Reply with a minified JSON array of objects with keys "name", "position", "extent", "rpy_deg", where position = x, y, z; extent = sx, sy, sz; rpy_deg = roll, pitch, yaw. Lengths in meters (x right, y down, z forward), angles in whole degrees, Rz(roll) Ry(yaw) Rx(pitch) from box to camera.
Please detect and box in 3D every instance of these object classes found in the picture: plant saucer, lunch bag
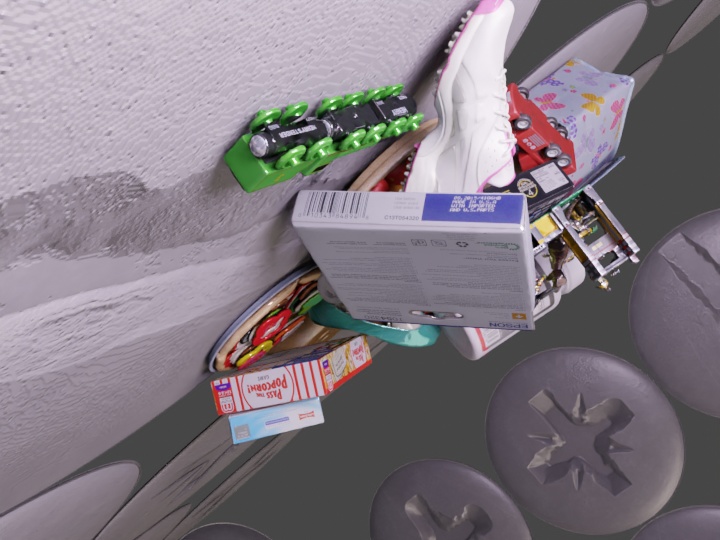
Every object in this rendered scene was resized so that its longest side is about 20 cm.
[{"name":"plant saucer","position":[-0.067,0.092,1.141],"extent":[0.200,0.035,0.200],"rpy_deg":[-41,170,-9]},{"name":"lunch bag","position":[0.289,-0.167,1.016],"extent":[0.169,0.127,0.201],"rpy_deg":[-36,143,-30]}]

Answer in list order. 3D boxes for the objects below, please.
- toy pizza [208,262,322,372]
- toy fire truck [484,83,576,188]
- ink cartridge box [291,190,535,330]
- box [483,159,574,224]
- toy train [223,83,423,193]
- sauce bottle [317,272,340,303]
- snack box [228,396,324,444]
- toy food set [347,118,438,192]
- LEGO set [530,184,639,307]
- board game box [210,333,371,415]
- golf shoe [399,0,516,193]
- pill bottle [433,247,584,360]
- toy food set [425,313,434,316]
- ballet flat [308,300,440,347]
[{"name":"toy pizza","position":[-0.103,0.064,0.889],"extent":[0.200,0.032,0.200],"rpy_deg":[-41,170,-9]},{"name":"toy fire truck","position":[0.187,-0.137,0.893],"extent":[0.140,0.049,0.199],"rpy_deg":[-24,142,37]},{"name":"ink cartridge box","position":[0.060,-0.006,0.661],"extent":[0.200,0.194,0.044],"rpy_deg":[60,36,-60]},{"name":"box","position":[0.140,-0.043,0.859],"extent":[0.199,0.049,0.161],"rpy_deg":[-25,161,-29]},{"name":"toy train","position":[-0.019,-0.097,0.515],"extent":[0.056,0.042,0.200],"rpy_deg":[-37,175,37]},{"name":"sauce bottle","position":[0.000,0.000,0.891],"extent":[0.066,0.066,0.200],"rpy_deg":[-46,174,23]},{"name":"snack box","position":[-0.116,0.185,0.976],"extent":[0.115,0.037,0.200],"rpy_deg":[-12,-179,-7]},{"name":"toy food set","position":[0.045,-0.081,0.758],"extent":[0.200,0.049,0.198],"rpy_deg":[-38,169,-29]},{"name":"LEGO set","position":[0.245,-0.002,0.890],"extent":[0.199,0.116,0.154],"rpy_deg":[-30,166,-16]},{"name":"board game box","position":[-0.084,0.133,0.957],"extent":[0.150,0.047,0.200],"rpy_deg":[-13,180,18]},{"name":"golf shoe","position":[0.100,-0.125,0.601],"extent":[0.075,0.091,0.201],"rpy_deg":[-47,158,-53]},{"name":"pill bottle","position":[0.208,0.028,1.017],"extent":[0.199,0.114,0.114],"rpy_deg":[-31,168,-12]},{"name":"toy food set","position":[0.148,0.039,1.210],"extent":[0.198,0.049,0.200],"rpy_deg":[-40,-178,-23]},{"name":"ballet flat","position":[0.027,0.059,1.002],"extent":[0.071,0.198,0.068],"rpy_deg":[112,-15,-44]}]
